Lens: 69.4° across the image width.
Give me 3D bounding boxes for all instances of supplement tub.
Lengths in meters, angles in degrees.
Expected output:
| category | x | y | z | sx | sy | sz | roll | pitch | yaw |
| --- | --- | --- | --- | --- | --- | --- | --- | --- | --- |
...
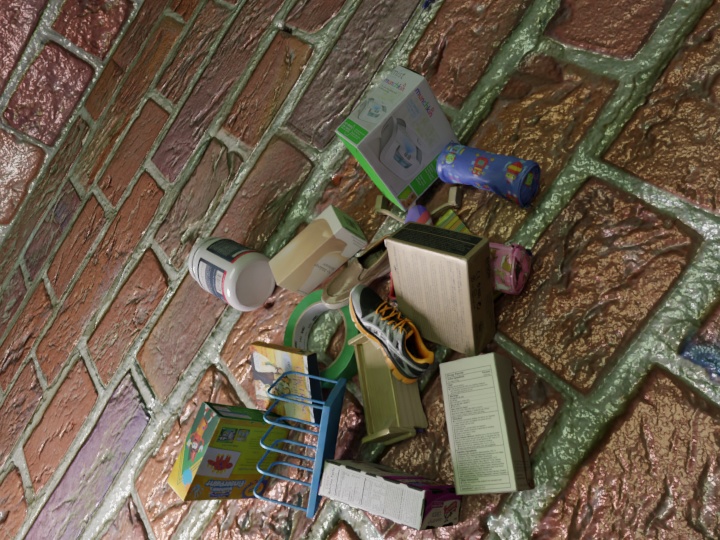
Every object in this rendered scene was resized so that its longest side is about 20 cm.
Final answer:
| category | x | y | z | sx | sy | sz | roll | pitch | yaw |
| --- | --- | --- | --- | --- | --- | --- | --- | --- | --- |
| supplement tub | -0.312 | 0.003 | 1.260 | 0.199 | 0.140 | 0.142 | 23 | 87 | 39 |

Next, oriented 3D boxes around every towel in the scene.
| category | x | y | z | sx | sy | sz | roll | pitch | yaw |
| --- | --- | --- | --- | --- | --- | --- | --- | --- | --- |
| towel | 0.195 | -0.020 | 0.977 | 0.086 | 0.018 | 0.201 | -45 | 53 | 21 |

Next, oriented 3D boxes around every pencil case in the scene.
| category | x | y | z | sx | sy | sz | roll | pitch | yaw |
| --- | --- | --- | --- | --- | --- | --- | --- | --- | --- |
| pencil case | 0.195 | -0.019 | 0.911 | 0.198 | 0.082 | 0.088 | 13 | 86 | 41 |
| pencil case | 0.237 | -0.178 | 0.959 | 0.199 | 0.086 | 0.079 | 28 | 95 | 41 |

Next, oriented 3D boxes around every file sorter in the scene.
| category | x | y | z | sx | sy | sz | roll | pitch | yaw |
| --- | --- | --- | --- | --- | --- | --- | --- | --- | --- |
| file sorter | -0.109 | 0.301 | 0.938 | 0.121 | 0.139 | 0.203 | 11 | 99 | 8 |

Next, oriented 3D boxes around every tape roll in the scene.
| category | x | y | z | sx | sy | sz | roll | pitch | yaw |
| --- | --- | --- | --- | --- | --- | --- | --- | --- | --- |
| tape roll | -0.074 | 0.142 | 1.091 | 0.198 | 0.048 | 0.203 | -14 | 65 | 32 |

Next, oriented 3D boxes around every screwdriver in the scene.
| category | x | y | z | sx | sy | sz | roll | pitch | yaw |
| --- | --- | --- | --- | --- | --- | --- | --- | --- | --- |
| screwdriver | 0.138 | -0.605 | 1.225 | 0.029 | 0.028 | 0.201 | 35 | 92 | 10 |

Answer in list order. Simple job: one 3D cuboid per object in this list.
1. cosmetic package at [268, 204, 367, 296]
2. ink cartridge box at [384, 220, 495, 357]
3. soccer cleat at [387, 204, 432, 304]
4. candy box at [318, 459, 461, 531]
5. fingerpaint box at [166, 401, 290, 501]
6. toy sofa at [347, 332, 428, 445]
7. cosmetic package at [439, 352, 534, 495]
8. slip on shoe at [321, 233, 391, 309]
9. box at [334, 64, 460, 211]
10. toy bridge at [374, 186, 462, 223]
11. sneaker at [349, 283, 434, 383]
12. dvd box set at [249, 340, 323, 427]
| category | x | y | z | sx | sy | sz | roll | pitch | yaw |
| --- | --- | --- | --- | --- | --- | --- | --- | --- | --- |
| cosmetic package | -0.093 | -0.039 | 1.139 | 0.200 | 0.105 | 0.072 | -41 | 54 | 19 |
| ink cartridge box | 0.138 | 0.030 | 0.885 | 0.163 | 0.202 | 0.075 | 19 | 44 | 39 |
| soccer cleat | 0.095 | -0.030 | 1.000 | 0.066 | 0.076 | 0.203 | 6 | 85 | 38 |
| candy box | 0.049 | 0.366 | 0.861 | 0.198 | 0.136 | 0.062 | 2 | 73 | 37 |
| fingerpaint box | -0.258 | 0.365 | 1.046 | 0.073 | 0.199 | 0.169 | 21 | 86 | 40 |
| toy sofa | 0.048 | 0.211 | 0.961 | 0.083 | 0.097 | 0.203 | -36 | 54 | 43 |
| cosmetic package | 0.199 | 0.244 | 0.827 | 0.102 | 0.087 | 0.203 | -17 | 64 | 31 |
| slip on shoe | 0.000 | 0.000 | 1.046 | 0.198 | 0.061 | 0.076 | -32 | 48 | 3 |
| box | 0.080 | -0.252 | 1.008 | 0.176 | 0.200 | 0.097 | -44 | 45 | 1 |
| toy bridge | 0.111 | -0.127 | 1.069 | 0.198 | 0.027 | 0.068 | -1 | 73 | 36 |
| sneaker | 0.058 | 0.102 | 0.922 | 0.201 | 0.078 | 0.077 | 51 | 136 | 0 |
| dvd box set | -0.156 | 0.230 | 1.077 | 0.198 | 0.029 | 0.149 | 2 | 101 | 45 |
